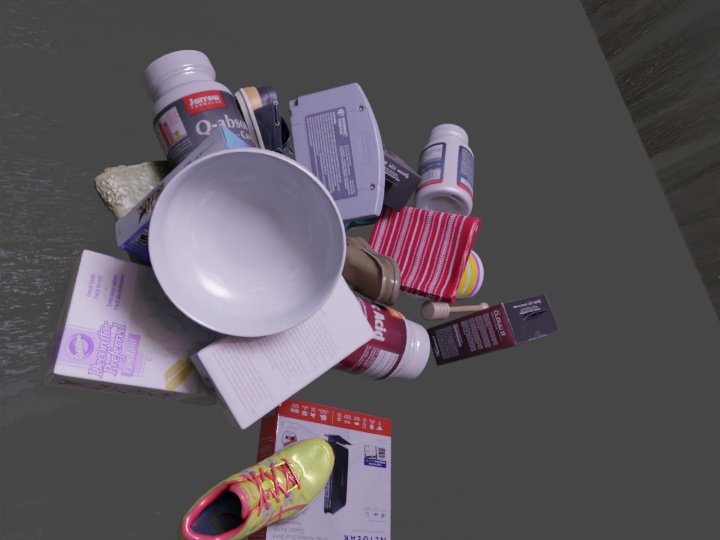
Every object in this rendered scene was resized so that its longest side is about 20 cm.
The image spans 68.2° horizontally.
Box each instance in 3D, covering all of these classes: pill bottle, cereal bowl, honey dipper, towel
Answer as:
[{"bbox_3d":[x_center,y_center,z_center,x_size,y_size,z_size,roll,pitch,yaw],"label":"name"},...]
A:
[{"bbox_3d":[0.004,0.104,0.817,0.199,0.114,0.115,21,57,-33],"label":"pill bottle"},{"bbox_3d":[-0.118,-0.033,0.576,0.200,0.200,0.083,44,6,-17],"label":"cereal bowl"},{"bbox_3d":[-0.208,-0.178,0.712,0.116,0.116,0.201,-23,87,-45],"label":"pill bottle"},{"bbox_3d":[0.198,0.076,1.059,0.199,0.038,0.038,1,69,-43],"label":"honey dipper"},{"bbox_3d":[0.091,-0.034,0.879,0.022,0.199,0.146,29,78,-51],"label":"towel"},{"bbox_3d":[0.179,-0.206,1.121,0.119,0.119,0.201,30,53,-27],"label":"pill bottle"},{"bbox_3d":[0.131,0.003,0.986,0.199,0.104,0.105,3,68,-41],"label":"pill bottle"},{"bbox_3d":[-0.249,-0.086,0.741,0.200,0.036,0.149,-25,88,-47],"label":"towel"}]

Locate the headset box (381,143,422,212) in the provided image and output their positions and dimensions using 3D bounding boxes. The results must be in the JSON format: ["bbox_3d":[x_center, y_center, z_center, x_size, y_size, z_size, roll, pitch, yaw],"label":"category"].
[{"bbox_3d":[0.006,-0.190,0.920,0.148,0.075,0.200,25,19,-30],"label":"headset box"}]

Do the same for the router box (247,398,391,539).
[{"bbox_3d":[-0.046,0.284,0.731,0.199,0.049,0.181,21,57,-33],"label":"router box"}]

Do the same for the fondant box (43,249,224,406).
[{"bbox_3d":[-0.252,0.076,0.643,0.199,0.058,0.145,18,59,-34],"label":"fondant box"}]

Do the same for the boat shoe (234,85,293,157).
[{"bbox_3d":[-0.134,-0.196,0.799,0.062,0.200,0.075,-25,63,-10],"label":"boat shoe"}]

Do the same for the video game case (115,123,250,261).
[{"bbox_3d":[-0.161,-0.057,0.663,0.200,0.181,0.046,33,23,-50],"label":"video game case"}]

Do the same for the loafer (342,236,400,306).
[{"bbox_3d":[0.000,0.000,0.845,0.067,0.200,0.077,1,108,-24],"label":"loafer"}]

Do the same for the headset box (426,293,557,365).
[{"bbox_3d":[0.246,0.107,0.971,0.148,0.200,0.078,-7,75,-42],"label":"headset box"}]

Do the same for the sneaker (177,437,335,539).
[{"bbox_3d":[-0.114,0.256,0.603,0.199,0.090,0.078,-29,68,-21],"label":"sneaker"}]

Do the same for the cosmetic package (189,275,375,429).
[{"bbox_3d":[-0.092,0.091,0.650,0.199,0.071,0.102,-31,93,-27],"label":"cosmetic package"}]

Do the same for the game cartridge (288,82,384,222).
[{"bbox_3d":[-0.032,-0.171,0.798,0.041,0.132,0.202,5,77,-72],"label":"game cartridge"}]

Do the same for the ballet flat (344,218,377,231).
[{"bbox_3d":[-0.027,-0.106,0.940,0.199,0.072,0.072,-13,78,-46],"label":"ballet flat"}]
